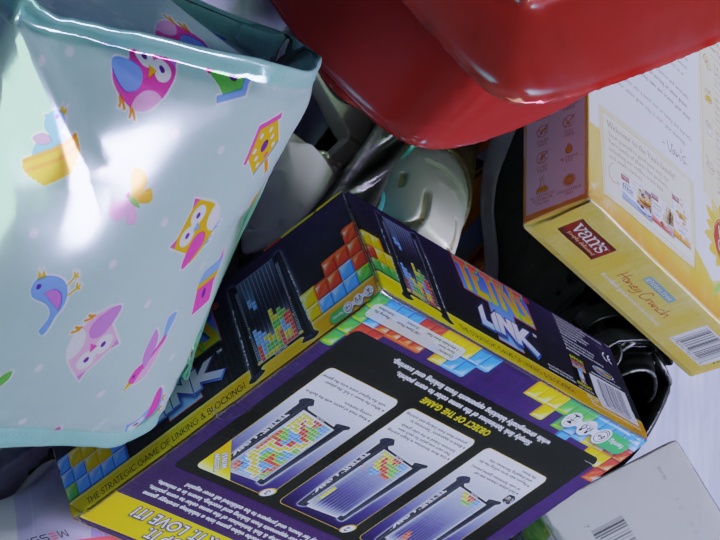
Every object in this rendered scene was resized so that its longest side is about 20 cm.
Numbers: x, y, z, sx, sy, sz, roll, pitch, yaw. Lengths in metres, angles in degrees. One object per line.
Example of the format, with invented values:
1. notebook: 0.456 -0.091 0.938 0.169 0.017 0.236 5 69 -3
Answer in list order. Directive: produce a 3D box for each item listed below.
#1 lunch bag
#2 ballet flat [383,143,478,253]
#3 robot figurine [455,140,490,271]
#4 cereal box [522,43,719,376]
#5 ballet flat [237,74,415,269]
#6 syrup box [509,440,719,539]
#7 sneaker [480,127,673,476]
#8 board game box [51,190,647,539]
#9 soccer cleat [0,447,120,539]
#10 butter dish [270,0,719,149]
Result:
1. lunch bag: -0.112 -0.027 1.083 0.200 0.122 0.171 10 107 -53
2. ballet flat: 0.000 0.000 1.313 0.068 0.072 0.200 43 78 -25
3. robot figurine: 0.041 0.019 1.414 0.200 0.058 0.145 -48 143 -20
4. cereal box: 0.123 -0.073 1.328 0.144 0.039 0.201 39 41 -41
5. ballet flat: -0.010 -0.054 1.270 0.068 0.068 0.200 40 71 -19
6. syrup box: 0.103 0.159 1.392 0.081 0.079 0.200 -25 165 -25
7. sneaker: 0.103 0.001 1.347 0.070 0.099 0.201 4 99 -41
8. board game box: -0.003 0.065 1.239 0.165 0.057 0.200 -35 143 20
9. soccer cleat: -0.122 0.115 1.239 0.200 0.073 0.069 -20 131 -51
10. butter dish: 0.031 -0.122 1.190 0.200 0.200 0.148 -23 158 -47
